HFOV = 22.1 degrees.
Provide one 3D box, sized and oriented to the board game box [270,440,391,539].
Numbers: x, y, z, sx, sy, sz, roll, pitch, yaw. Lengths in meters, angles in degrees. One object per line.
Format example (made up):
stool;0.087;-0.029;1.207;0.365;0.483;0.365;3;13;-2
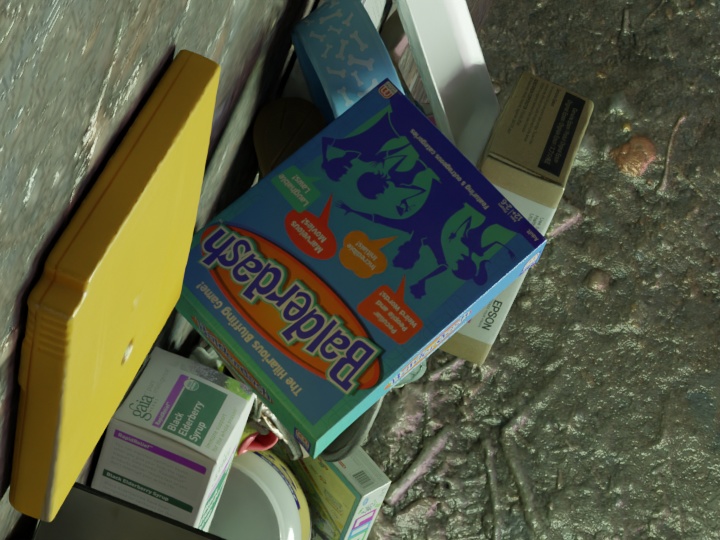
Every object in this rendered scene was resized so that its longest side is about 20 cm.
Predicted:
board game box;-0.064;0.158;1.600;0.034;0.200;0.135;-23;149;-36

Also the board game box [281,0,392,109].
board game box;-0.015;-0.175;1.438;0.200;0.035;0.127;37;75;-87

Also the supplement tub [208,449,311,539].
supplement tub;-0.116;0.207;1.472;0.200;0.145;0.146;65;48;-86

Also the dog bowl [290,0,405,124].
dog bowl;0.003;-0.102;1.300;0.112;0.049;0.200;-120;-172;-51

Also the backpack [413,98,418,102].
backpack;0.030;-0.072;1.869;0.200;0.147;0.183;-62;174;-16

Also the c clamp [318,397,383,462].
c clamp;-0.017;0.043;1.383;0.171;0.027;0.200;-59;-149;15

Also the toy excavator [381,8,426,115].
toy excavator;0.018;-0.141;1.589;0.194;0.200;0.100;-31;145;15

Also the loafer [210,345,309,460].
loafer;-0.080;0.063;1.284;0.063;0.072;0.200;-30;132;-13

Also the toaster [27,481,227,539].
toaster;-0.129;0.246;1.102;0.119;0.199;0.181;-70;-179;-56

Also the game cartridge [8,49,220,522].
game cartridge;-0.130;0.010;0.960;0.200;0.032;0.177;105;8;-50

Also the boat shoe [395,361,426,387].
boat shoe;-0.029;0.070;1.621;0.062;0.200;0.073;16;83;-48

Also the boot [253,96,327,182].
boot;-0.035;-0.014;1.346;0.155;0.073;0.201;111;-37;-82

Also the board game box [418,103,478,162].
board game box;0.020;-0.077;1.689;0.200;0.040;0.153;6;-111;56

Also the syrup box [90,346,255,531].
syrup box;-0.142;0.158;1.280;0.079;0.081;0.200;-64;177;-51

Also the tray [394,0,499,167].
tray;0.068;-0.184;1.537;0.108;0.022;0.200;-63;141;-45

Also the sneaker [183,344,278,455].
sneaker;-0.099;0.104;1.408;0.078;0.090;0.200;-53;177;10

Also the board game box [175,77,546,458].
board game box;-0.006;-0.004;1.167;0.200;0.152;0.045;-41;168;-16

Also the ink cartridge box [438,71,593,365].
ink cartridge box;0.121;-0.045;1.587;0.165;0.075;0.200;-65;179;-55
